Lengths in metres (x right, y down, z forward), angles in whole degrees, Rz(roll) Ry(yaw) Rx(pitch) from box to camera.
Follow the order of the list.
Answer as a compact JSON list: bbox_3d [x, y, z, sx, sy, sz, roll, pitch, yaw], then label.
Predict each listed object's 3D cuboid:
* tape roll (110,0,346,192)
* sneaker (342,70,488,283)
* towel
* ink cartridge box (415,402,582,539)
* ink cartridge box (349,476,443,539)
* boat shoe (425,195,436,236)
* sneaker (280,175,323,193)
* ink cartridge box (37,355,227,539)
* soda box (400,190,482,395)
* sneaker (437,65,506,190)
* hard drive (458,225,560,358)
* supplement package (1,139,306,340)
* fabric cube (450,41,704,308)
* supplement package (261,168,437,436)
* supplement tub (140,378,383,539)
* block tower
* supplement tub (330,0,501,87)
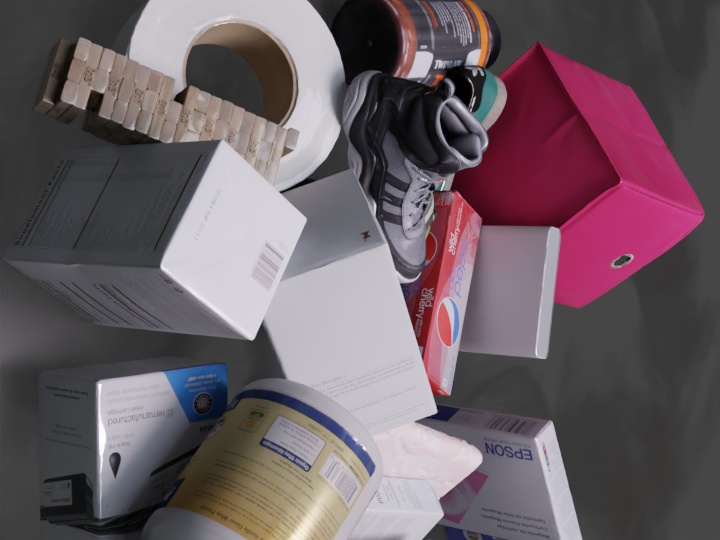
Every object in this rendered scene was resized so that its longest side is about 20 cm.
[{"bbox_3d":[-0.116,-0.157,1.065,0.202,0.071,0.203,4,82,-28],"label":"tape roll"},{"bbox_3d":[0.054,-0.077,1.086,0.075,0.113,0.201,-39,126,-48],"label":"sneaker"},{"bbox_3d":[-0.003,0.211,1.214,0.200,0.191,0.032,27,27,-46],"label":"towel"},{"bbox_3d":[0.139,0.243,1.345,0.043,0.196,0.201,-34,117,-42],"label":"ink cartridge box"},{"bbox_3d":[-0.041,0.261,1.187,0.199,0.047,0.160,14,126,-38],"label":"ink cartridge box"},{"bbox_3d":[0.000,0.000,1.194,0.201,0.072,0.061,-47,160,-10],"label":"boat shoe"},{"bbox_3d":[-0.046,-0.052,1.197,0.200,0.085,0.077,13,82,-50],"label":"sneaker"},{"bbox_3d":[-0.188,0.180,1.039,0.144,0.084,0.201,-4,96,-50],"label":"ink cartridge box"},{"bbox_3d":[0.067,0.022,1.241,0.070,0.063,0.201,41,54,-49],"label":"soda box"},{"bbox_3d":[0.069,-0.130,1.294,0.080,0.071,0.200,16,111,-54],"label":"sneaker"},{"bbox_3d":[0.113,0.019,1.299,0.027,0.199,0.133,13,82,-49],"label":"hard drive"},{"bbox_3d":[-0.163,-0.025,0.969,0.110,0.199,0.114,43,61,-41],"label":"supplement package"},{"bbox_3d":[0.223,-0.097,1.374,0.199,0.196,0.200,12,46,-50],"label":"fabric cube"},{"bbox_3d":[-0.022,0.037,1.060,0.117,0.116,0.200,-110,-178,-51],"label":"supplement package"},{"bbox_3d":[-0.085,0.202,0.986,0.200,0.144,0.145,-55,130,-33],"label":"supplement tub"},{"bbox_3d":[-0.150,-0.116,0.971,0.199,0.054,0.058,20,75,-24],"label":"block tower"},{"bbox_3d":[0.067,-0.241,1.305,0.200,0.107,0.107,-14,102,-48],"label":"supplement tub"}]
